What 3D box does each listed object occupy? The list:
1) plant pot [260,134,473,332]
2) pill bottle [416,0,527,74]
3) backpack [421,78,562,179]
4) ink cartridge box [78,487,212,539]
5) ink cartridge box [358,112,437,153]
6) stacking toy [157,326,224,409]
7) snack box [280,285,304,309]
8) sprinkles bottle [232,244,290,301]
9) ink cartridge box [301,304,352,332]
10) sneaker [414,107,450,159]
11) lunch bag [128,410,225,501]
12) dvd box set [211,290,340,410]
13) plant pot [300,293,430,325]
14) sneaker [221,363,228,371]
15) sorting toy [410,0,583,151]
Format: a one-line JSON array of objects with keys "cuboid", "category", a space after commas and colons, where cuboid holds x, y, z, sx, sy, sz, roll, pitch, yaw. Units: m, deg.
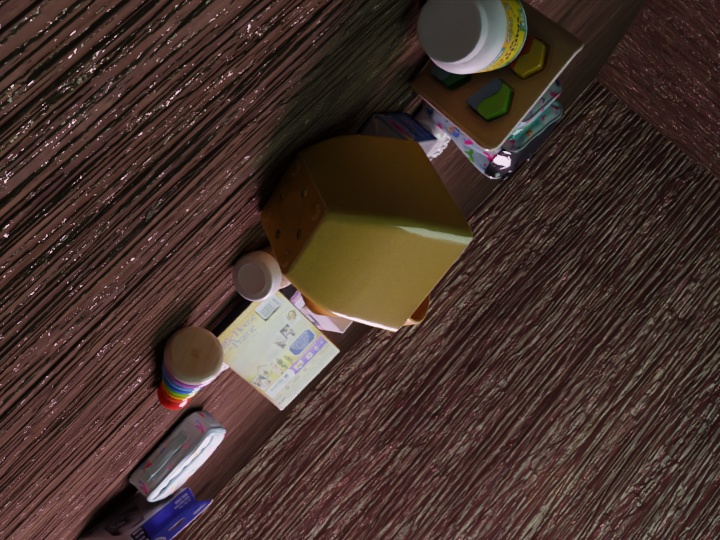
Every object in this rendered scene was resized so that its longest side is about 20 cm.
[{"cuboid": [-0.013, -0.061, 1.082, 0.198, 0.197, 0.195, 10, 131, -37], "category": "plant pot"}, {"cuboid": [0.143, -0.313, 1.061, 0.113, 0.113, 0.200, -52, 171, 25], "category": "pill bottle"}, {"cuboid": [0.203, -0.268, 1.298, 0.177, 0.200, 0.151, -39, 164, -34], "category": "backpack"}, {"cuboid": [-0.434, 0.505, 1.674, 0.198, 0.041, 0.199, -12, -171, 26], "category": "ink cartridge box"}, {"cuboid": [0.040, -0.173, 1.293, 0.137, 0.076, 0.200, -51, 170, 20], "category": "ink cartridge box"}, {"cuboid": [-0.264, 0.160, 1.224, 0.085, 0.085, 0.200, -43, 174, -35], "category": "stacking toy"}, {"cuboid": [-0.150, 0.069, 1.481, 0.201, 0.053, 0.142, -52, 173, 17], "category": "snack box"}, {"cuboid": [-0.116, -0.012, 1.236, 0.068, 0.068, 0.200, -52, 172, 24], "category": "sprinkles bottle"}, {"cuboid": [-0.056, 0.050, 1.575, 0.117, 0.067, 0.200, -50, -163, -15], "category": "ink cartridge box"}, {"cuboid": [0.092, -0.213, 1.430, 0.081, 0.075, 0.201, -24, 155, -50], "category": "sneaker"}, {"cuboid": [-0.368, 0.378, 1.662, 0.200, 0.077, 0.160, -48, 172, -5], "category": "lunch bag"}, {"cuboid": [-0.143, 0.124, 1.355, 0.146, 0.200, 0.029, -46, -143, -3], "category": "dvd box set"}, {"cuboid": [0.000, 0.000, 1.381, 0.181, 0.202, 0.200, -9, -171, 23], "category": "plant pot"}, {"cuboid": [-0.205, 0.135, 1.393, 0.200, 0.085, 0.073, -50, 174, 16], "category": "sneaker"}, {"cuboid": [0.188, -0.296, 1.179, 0.200, 0.185, 0.036, -48, 150, 8], "category": "sorting toy"}]
